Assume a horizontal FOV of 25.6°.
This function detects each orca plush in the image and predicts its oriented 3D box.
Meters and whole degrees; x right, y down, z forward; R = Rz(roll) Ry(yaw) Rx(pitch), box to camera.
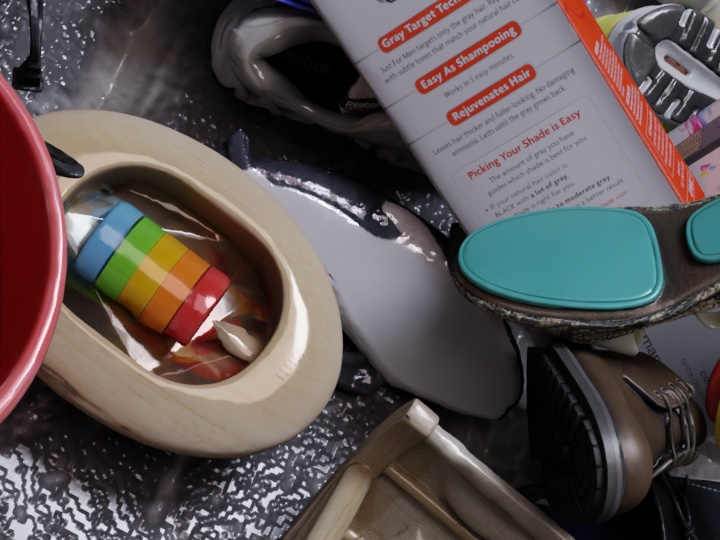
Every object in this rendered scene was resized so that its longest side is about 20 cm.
[{"bbox_3d":[0.000,0.000,0.816,0.198,0.071,0.106,24,106,-8],"label":"orca plush"}]

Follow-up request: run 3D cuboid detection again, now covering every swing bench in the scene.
[{"bbox_3d":[0.032,0.204,0.697,0.198,0.130,0.201,40,54,-3],"label":"swing bench"}]

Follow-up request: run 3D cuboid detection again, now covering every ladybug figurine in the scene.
[{"bbox_3d":[-0.100,0.008,0.742,0.199,0.072,0.136,40,69,1],"label":"ladybug figurine"}]

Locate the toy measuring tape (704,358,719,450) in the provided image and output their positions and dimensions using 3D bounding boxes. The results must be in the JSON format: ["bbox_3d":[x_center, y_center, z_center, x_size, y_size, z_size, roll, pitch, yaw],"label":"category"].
[{"bbox_3d":[0.190,0.100,0.750,0.073,0.074,0.203,3,109,-22],"label":"toy measuring tape"}]

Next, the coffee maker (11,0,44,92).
[{"bbox_3d":[-0.242,-0.195,0.723,0.197,0.135,0.194,1,56,-16],"label":"coffee maker"}]

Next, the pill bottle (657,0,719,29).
[{"bbox_3d":[0.206,-0.230,0.957,0.110,0.111,0.202,-18,77,-28],"label":"pill bottle"}]

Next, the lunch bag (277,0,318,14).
[{"bbox_3d":[-0.020,-0.196,0.830,0.197,0.095,0.151,2,39,-17],"label":"lunch bag"}]

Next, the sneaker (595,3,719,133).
[{"bbox_3d":[0.201,-0.096,0.924,0.199,0.090,0.079,34,83,-32],"label":"sneaker"}]

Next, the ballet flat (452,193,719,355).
[{"bbox_3d":[0.144,0.002,0.711,0.197,0.076,0.068,-12,48,14],"label":"ballet flat"}]

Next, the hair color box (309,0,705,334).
[{"bbox_3d":[0.072,-0.081,0.749,0.201,0.101,0.061,55,23,-16],"label":"hair color box"}]

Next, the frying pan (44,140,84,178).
[{"bbox_3d":[-0.189,-0.074,0.720,0.188,0.031,0.115,22,17,10],"label":"frying pan"}]

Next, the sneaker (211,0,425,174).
[{"bbox_3d":[0.020,-0.090,0.826,0.197,0.081,0.076,13,99,-15],"label":"sneaker"}]

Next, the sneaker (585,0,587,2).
[{"bbox_3d":[0.100,-0.244,0.926,0.080,0.088,0.202,-12,74,-35],"label":"sneaker"}]

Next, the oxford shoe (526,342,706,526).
[{"bbox_3d":[0.120,0.067,0.728,0.083,0.200,0.074,0,98,4],"label":"oxford shoe"}]

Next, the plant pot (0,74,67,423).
[{"bbox_3d":[-0.225,0.012,0.628,0.198,0.177,0.203,7,69,-18],"label":"plant pot"}]

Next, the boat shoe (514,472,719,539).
[{"bbox_3d":[0.147,0.137,0.810,0.197,0.062,0.076,4,66,-24],"label":"boat shoe"}]

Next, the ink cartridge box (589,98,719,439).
[{"bbox_3d":[0.208,-0.014,0.811,0.084,0.199,0.146,-16,74,-54],"label":"ink cartridge box"}]
